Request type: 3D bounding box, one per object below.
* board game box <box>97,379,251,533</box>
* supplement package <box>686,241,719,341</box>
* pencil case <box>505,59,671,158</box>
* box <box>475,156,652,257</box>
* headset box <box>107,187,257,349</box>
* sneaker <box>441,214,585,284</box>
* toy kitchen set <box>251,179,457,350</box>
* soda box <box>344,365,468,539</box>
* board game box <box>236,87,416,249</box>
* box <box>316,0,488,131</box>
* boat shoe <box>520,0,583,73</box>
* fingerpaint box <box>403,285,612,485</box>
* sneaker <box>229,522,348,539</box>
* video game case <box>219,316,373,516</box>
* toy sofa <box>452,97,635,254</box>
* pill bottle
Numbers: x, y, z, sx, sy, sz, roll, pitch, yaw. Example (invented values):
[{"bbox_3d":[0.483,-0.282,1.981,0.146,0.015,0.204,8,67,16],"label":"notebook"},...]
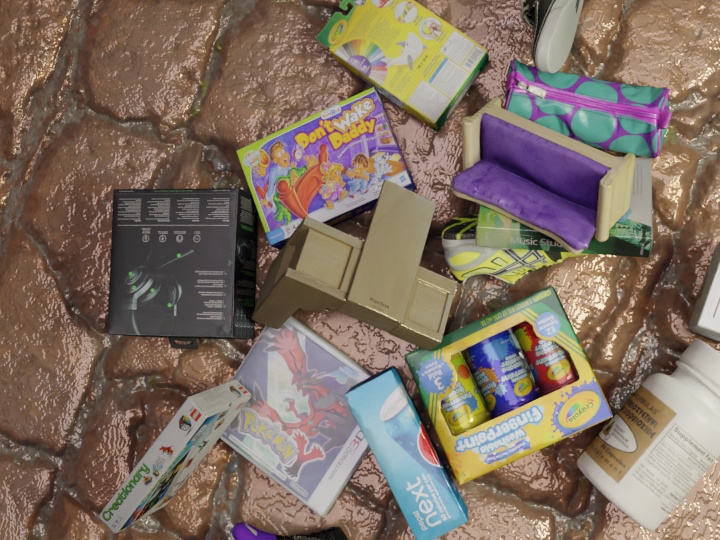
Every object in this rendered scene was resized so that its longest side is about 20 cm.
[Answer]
[{"bbox_3d":[-0.227,0.227,1.222,0.035,0.126,0.201,41,104,12],"label":"board game box"},{"bbox_3d":[0.484,0.048,1.102,0.198,0.109,0.115,21,89,14],"label":"supplement package"},{"bbox_3d":[0.267,-0.193,1.183,0.198,0.092,0.086,13,88,13],"label":"pencil case"},{"bbox_3d":[0.241,-0.081,1.164,0.197,0.037,0.145,3,45,13],"label":"box"},{"bbox_3d":[-0.227,0.000,1.277,0.172,0.093,0.203,0,85,12],"label":"headset box"},{"bbox_3d":[0.199,-0.028,1.205,0.197,0.076,0.077,-1,117,9],"label":"sneaker"},{"bbox_3d":[0.000,0.000,1.224,0.198,0.180,0.165,24,65,-11],"label":"toy kitchen set"},{"bbox_3d":[0.056,0.221,1.194,0.067,0.064,0.202,-27,87,5],"label":"soda box"},{"bbox_3d":[-0.045,-0.129,1.272,0.198,0.045,0.136,-23,80,10],"label":"board game box"},{"bbox_3d":[0.051,-0.282,1.262,0.199,0.048,0.118,38,91,11],"label":"box"},{"bbox_3d":[0.228,-0.313,1.191,0.063,0.071,0.201,8,54,22],"label":"boat shoe"},{"bbox_3d":[0.176,0.137,1.183,0.198,0.073,0.168,-25,80,10],"label":"fingerpaint box"},{"bbox_3d":[-0.063,0.353,1.226,0.199,0.070,0.100,31,85,9],"label":"sneaker"},{"bbox_3d":[-0.076,0.179,1.262,0.199,0.023,0.183,34,93,14],"label":"video game case"},{"bbox_3d":[0.200,-0.109,1.114,0.199,0.083,0.097,31,56,32],"label":"toy sofa"},{"bbox_3d":[0.350,0.182,1.119,0.114,0.114,0.201,41,94,13],"label":"pill bottle"}]
